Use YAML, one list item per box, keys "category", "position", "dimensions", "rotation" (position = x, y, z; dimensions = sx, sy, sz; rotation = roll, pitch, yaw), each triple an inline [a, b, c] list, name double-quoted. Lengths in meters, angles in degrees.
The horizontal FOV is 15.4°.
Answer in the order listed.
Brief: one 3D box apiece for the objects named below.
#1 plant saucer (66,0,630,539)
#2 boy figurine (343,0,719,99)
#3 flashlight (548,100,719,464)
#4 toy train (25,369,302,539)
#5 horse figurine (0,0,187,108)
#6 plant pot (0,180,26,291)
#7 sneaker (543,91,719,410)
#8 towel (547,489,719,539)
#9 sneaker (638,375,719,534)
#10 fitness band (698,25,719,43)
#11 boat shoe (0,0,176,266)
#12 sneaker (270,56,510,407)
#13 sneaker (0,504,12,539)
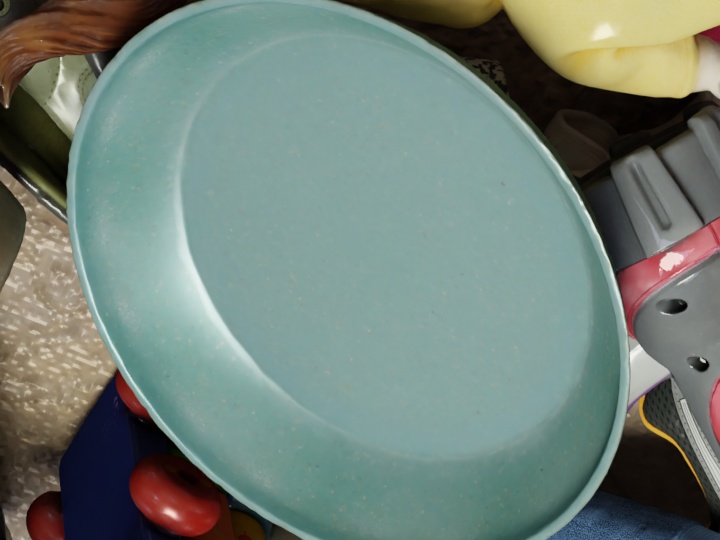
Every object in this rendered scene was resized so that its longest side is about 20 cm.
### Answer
- category: "plant saucer"
  position: [0.000, 0.000, 0.828]
  dimensions: [0.200, 0.036, 0.200]
  rotation: [17, 126, 25]
- category: "boy figurine"
  position: [0.083, -0.101, 0.785]
  dimensions: [0.199, 0.065, 0.125]
  rotation: [-8, 125, 21]
- category: "flashlight"
  position: [0.131, 0.048, 0.825]
  dimensions: [0.068, 0.068, 0.200]
  rotation: [-28, 93, 34]
- category: "toy train"
  position: [-0.046, 0.121, 0.934]
  dimensions: [0.116, 0.200, 0.085]
  rotation: [26, 111, -21]
- category: "horse figurine"
  position: [-0.064, -0.146, 0.806]
  dimensions: [0.132, 0.050, 0.200]
  rotation: [5, 119, -23]
- category: "plant pot"
  position: [-0.205, -0.017, 0.841]
  dimensions: [0.174, 0.200, 0.200]
  rotation: [30, 126, -13]
- category: "sneaker"
  position: [0.071, 0.004, 0.902]
  dimensions: [0.200, 0.075, 0.100]
  rotation: [-38, 99, 13]
- category: "towel"
  position: [0.122, 0.134, 0.952]
  dimensions: [0.200, 0.049, 0.112]
  rotation: [16, 143, 33]
- category: "sneaker"
  position: [0.167, 0.093, 0.965]
  dimensions: [0.077, 0.078, 0.200]
  rotation: [-9, 124, 32]
- category: "fitness band"
  position: [0.166, -0.117, 0.821]
  dimensions: [0.200, 0.037, 0.144]
  rotation: [22, 130, -8]
- category: "boat shoe"
  position: [-0.118, -0.082, 0.865]
  dimensions: [0.072, 0.066, 0.201]
  rotation: [-28, 119, 27]
- category: "sneaker"
  position: [0.009, 0.001, 0.918]
  dimensions: [0.088, 0.077, 0.200]
  rotation: [-1, 134, -12]
- category: "sneaker"
  position: [-0.160, 0.095, 0.930]
  dimensions: [0.077, 0.202, 0.147]
  rotation: [-12, 124, -6]
